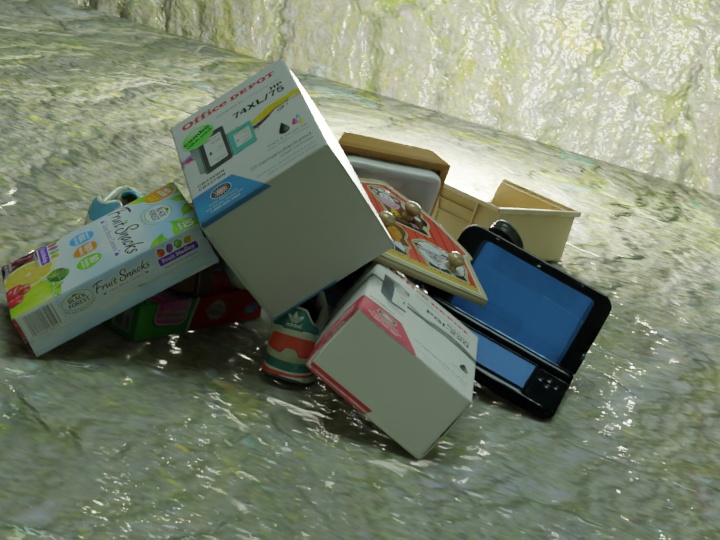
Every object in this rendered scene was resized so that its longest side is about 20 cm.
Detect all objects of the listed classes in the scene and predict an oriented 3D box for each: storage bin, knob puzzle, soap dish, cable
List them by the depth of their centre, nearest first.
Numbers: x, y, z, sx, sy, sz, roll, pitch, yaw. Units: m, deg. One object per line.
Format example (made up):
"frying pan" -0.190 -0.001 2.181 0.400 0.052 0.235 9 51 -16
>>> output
"knob puzzle" 0.050 -0.055 1.353 0.219 0.030 0.220 29 23 -13
"cable" 0.205 0.009 1.558 0.050 0.200 0.097 -38 30 -23
"soap dish" 0.018 -0.091 1.645 0.157 0.200 0.081 10 41 -12
"storage bin" 0.218 -0.089 1.998 0.200 0.094 0.198 -1 22 -41

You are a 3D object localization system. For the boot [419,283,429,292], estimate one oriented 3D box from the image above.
"boot" 0.015 0.013 1.516 0.200 0.072 0.166 17 14 -2

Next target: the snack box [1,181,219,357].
"snack box" -0.253 -0.006 1.202 0.200 0.053 0.142 -28 29 -8

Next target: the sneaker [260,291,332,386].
"sneaker" -0.053 0.051 1.294 0.070 0.094 0.200 16 16 6

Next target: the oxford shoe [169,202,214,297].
"oxford shoe" -0.205 -0.032 1.345 0.071 0.071 0.200 5 19 -13

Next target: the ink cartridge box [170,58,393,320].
"ink cartridge box" -0.084 -0.087 1.229 0.146 0.147 0.200 55 5 -37

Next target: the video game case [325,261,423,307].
"video game case" 0.000 0.000 1.463 0.143 0.018 0.200 22 26 12

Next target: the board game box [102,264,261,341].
"board game box" -0.228 0.020 1.345 0.153 0.040 0.200 24 19 31

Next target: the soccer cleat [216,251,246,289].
"soccer cleat" -0.151 -0.026 1.398 0.086 0.070 0.200 -12 23 7

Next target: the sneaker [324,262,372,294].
"sneaker" -0.027 -0.010 1.369 0.084 0.074 0.200 45 20 7

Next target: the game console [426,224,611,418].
"game console" 0.167 0.053 1.376 0.200 0.117 0.176 29 19 11

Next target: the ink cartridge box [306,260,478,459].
"ink cartridge box" 0.039 0.081 1.209 0.146 0.085 0.200 40 14 -4

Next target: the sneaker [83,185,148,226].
"sneaker" -0.275 -0.064 1.515 0.076 0.081 0.200 17 15 15
